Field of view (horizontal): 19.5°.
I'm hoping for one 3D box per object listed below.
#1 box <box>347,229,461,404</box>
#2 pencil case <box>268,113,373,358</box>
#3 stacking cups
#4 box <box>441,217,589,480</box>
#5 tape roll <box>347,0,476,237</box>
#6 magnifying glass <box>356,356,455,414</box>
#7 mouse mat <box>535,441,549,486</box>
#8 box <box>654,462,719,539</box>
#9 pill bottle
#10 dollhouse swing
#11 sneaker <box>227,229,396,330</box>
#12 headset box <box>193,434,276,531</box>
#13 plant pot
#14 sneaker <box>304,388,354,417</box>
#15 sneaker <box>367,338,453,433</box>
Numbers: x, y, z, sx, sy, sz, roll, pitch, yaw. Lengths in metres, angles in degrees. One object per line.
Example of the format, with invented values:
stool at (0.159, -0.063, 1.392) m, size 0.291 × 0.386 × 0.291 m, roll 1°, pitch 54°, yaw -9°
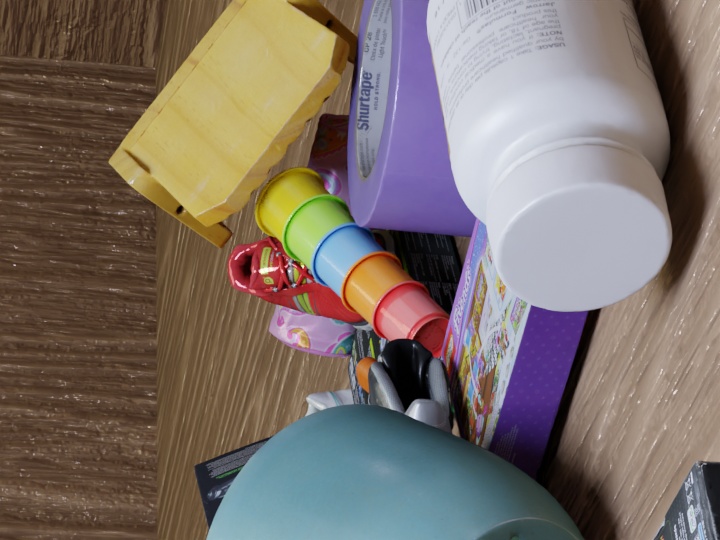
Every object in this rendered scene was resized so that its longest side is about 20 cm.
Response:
box at (0.034, 0.055, 1.597) m, size 0.200 × 0.047 × 0.193 m, roll -102°, pitch 21°, yaw -57°
pencil case at (-0.015, -0.030, 1.725) m, size 0.087 × 0.087 × 0.200 m, roll -127°, pitch 50°, yaw -74°
stacking cups at (0.000, 0.000, 1.485) m, size 0.200 × 0.060 × 0.061 m, roll 44°, pitch 135°, yaw 42°
box at (0.095, 0.023, 1.266) m, size 0.137 × 0.039 × 0.200 m, roll -101°, pitch 18°, yaw -49°
tape roll at (0.049, -0.126, 1.456) m, size 0.200 × 0.085 × 0.200 m, roll -174°, pitch 90°, yaw -80°
magnifying glass at (0.046, 0.101, 1.434) m, size 0.200 × 0.022 × 0.080 m, roll 32°, pitch 138°, yaw 60°
mouse mat at (0.099, 0.047, 1.359) m, size 0.200 × 0.008 × 0.161 m, roll -143°, pitch 57°, yaw -76°
box at (0.150, 0.215, 0.890) m, size 0.193 × 0.047 × 0.200 m, roll 103°, pitch 165°, yaw -50°
pill bottle at (0.101, -0.079, 1.099) m, size 0.200 × 0.114 × 0.114 m, roll -97°, pitch 15°, yaw -45°
dollhouse swing at (-0.062, -0.103, 1.619) m, size 0.200 × 0.182 × 0.176 m, roll -52°, pitch 50°, yaw 1°
sneaker at (-0.041, 0.005, 1.600) m, size 0.200 × 0.085 × 0.077 m, roll -4°, pitch 82°, yaw 60°
headset box at (-0.059, 0.254, 1.725) m, size 0.200 × 0.093 × 0.174 m, roll -121°, pitch 11°, yaw -73°
plant pot at (0.036, 0.183, 1.157) m, size 0.161 × 0.201 × 0.201 m, roll 7°, pitch 93°, yaw 54°
sneaker at (-0.004, 0.172, 1.664) m, size 0.200 × 0.080 × 0.070 m, roll -101°, pitch 20°, yaw -48°
sneaker at (0.028, 0.100, 1.362) m, size 0.200 × 0.075 × 0.116 m, roll -177°, pitch 85°, yaw -76°
